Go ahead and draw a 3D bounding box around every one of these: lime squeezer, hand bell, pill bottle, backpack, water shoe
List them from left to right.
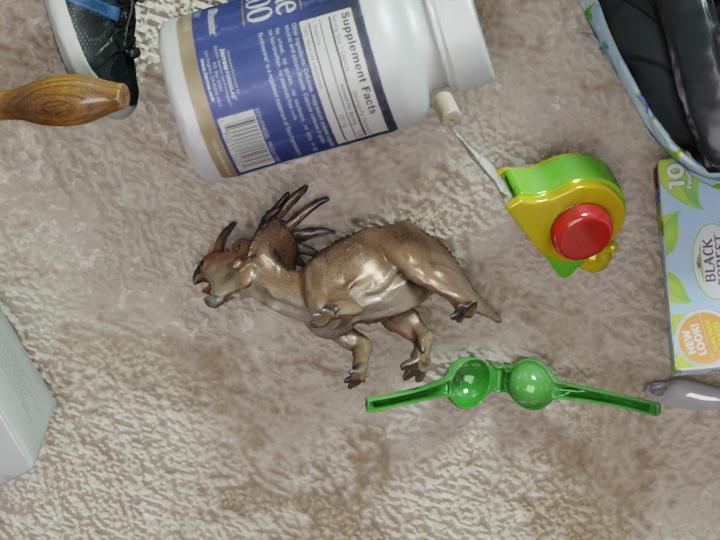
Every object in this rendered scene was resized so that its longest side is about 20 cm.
[{"bbox_3d":[-0.239,-0.103,1.504,0.200,0.104,0.104,-2,108,23],"label":"hand bell"},{"bbox_3d":[-0.163,-0.196,1.513,0.079,0.072,0.200,-13,106,9],"label":"water shoe"},{"bbox_3d":[-0.020,-0.134,1.520,0.200,0.111,0.111,-15,106,6],"label":"pill bottle"},{"bbox_3d":[0.100,0.078,1.607,0.200,0.071,0.038,2,90,-6],"label":"lime squeezer"},{"bbox_3d":[0.230,-0.149,1.491,0.163,0.154,0.200,-24,68,3],"label":"backpack"}]

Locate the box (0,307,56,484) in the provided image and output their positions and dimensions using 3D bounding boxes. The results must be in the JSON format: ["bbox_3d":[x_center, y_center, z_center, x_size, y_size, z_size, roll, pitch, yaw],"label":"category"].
[{"bbox_3d":[-0.339,0.071,1.578,0.199,0.131,0.200,-26,106,9],"label":"box"}]

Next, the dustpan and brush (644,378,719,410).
[{"bbox_3d":[0.291,0.087,1.598,0.200,0.140,0.057,10,151,11],"label":"dustpan and brush"}]

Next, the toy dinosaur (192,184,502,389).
[{"bbox_3d":[0.000,0.000,1.581,0.200,0.136,0.086,-6,139,-21],"label":"toy dinosaur"}]

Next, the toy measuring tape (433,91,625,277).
[{"bbox_3d":[0.121,-0.064,1.539,0.074,0.074,0.200,-32,133,10],"label":"toy measuring tape"}]

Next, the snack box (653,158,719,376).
[{"bbox_3d":[0.299,-0.009,1.559,0.200,0.053,0.142,-4,82,3],"label":"snack box"}]
